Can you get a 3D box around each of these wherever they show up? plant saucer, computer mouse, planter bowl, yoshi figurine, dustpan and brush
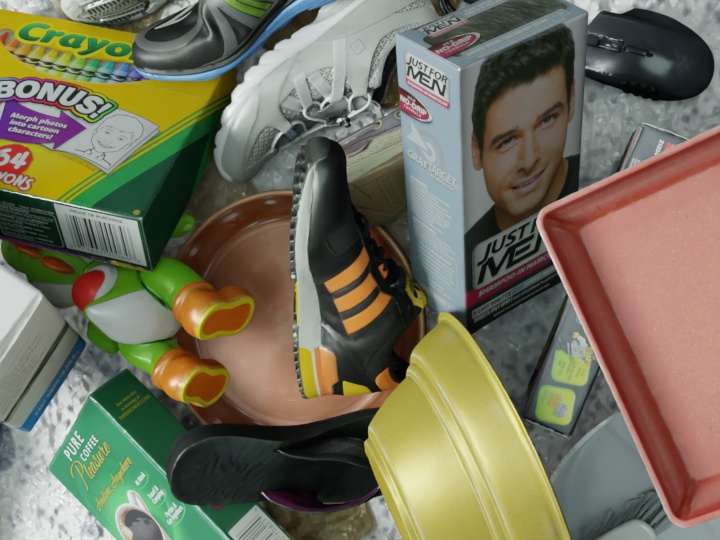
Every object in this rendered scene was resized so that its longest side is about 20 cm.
[{"bbox_3d":[0.230,0.016,0.617,0.199,0.037,0.201,-25,85,17],"label":"plant saucer"},{"bbox_3d":[0.147,-0.165,0.759,0.199,0.034,0.059,18,97,10],"label":"computer mouse"},{"bbox_3d":[0.056,0.133,0.695,0.083,0.200,0.201,-22,89,-6],"label":"planter bowl"},{"bbox_3d":[-0.164,0.012,0.782,0.200,0.112,0.112,28,58,25],"label":"yoshi figurine"},{"bbox_3d":[-0.049,0.040,0.808,0.200,0.032,0.201,1,93,11],"label":"plant saucer"},{"bbox_3d":[0.158,0.205,0.762,0.140,0.057,0.200,45,129,6],"label":"dustpan and brush"}]

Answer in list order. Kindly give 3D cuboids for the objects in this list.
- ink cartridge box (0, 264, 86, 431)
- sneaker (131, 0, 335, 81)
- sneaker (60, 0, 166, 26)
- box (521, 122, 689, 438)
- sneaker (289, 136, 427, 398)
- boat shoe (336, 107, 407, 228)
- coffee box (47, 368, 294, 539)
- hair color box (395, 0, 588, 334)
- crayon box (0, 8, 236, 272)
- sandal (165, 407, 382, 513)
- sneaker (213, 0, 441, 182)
[{"bbox_3d":[-0.273,0.029,0.722,0.146,0.200,0.084,33,75,0],"label":"ink cartridge box"},{"bbox_3d":[-0.075,-0.197,0.733,0.199,0.083,0.071,-28,43,18],"label":"sneaker"},{"bbox_3d":[-0.131,-0.250,0.787,0.199,0.078,0.100,-14,83,8],"label":"sneaker"},{"bbox_3d":[0.161,0.004,0.727,0.035,0.110,0.201,22,96,9],"label":"box"},{"bbox_3d":[0.000,0.000,0.721,0.090,0.070,0.201,0,126,-1],"label":"sneaker"},{"bbox_3d":[0.053,-0.096,0.760,0.200,0.072,0.065,-28,57,1],"label":"boat shoe"},{"bbox_3d":[-0.132,0.176,0.796,0.200,0.044,0.123,43,136,6],"label":"coffee box"},{"bbox_3d":[0.084,-0.066,0.690,0.099,0.200,0.061,-28,44,-24],"label":"hair color box"},{"bbox_3d":[-0.208,-0.098,0.766,0.199,0.058,0.173,12,51,9],"label":"crayon box"},{"bbox_3d":[-0.032,0.140,0.751,0.200,0.048,0.076,-2,120,-25],"label":"sandal"},{"bbox_3d":[-0.022,-0.130,0.770,0.200,0.075,0.082,-45,83,9],"label":"sneaker"}]
